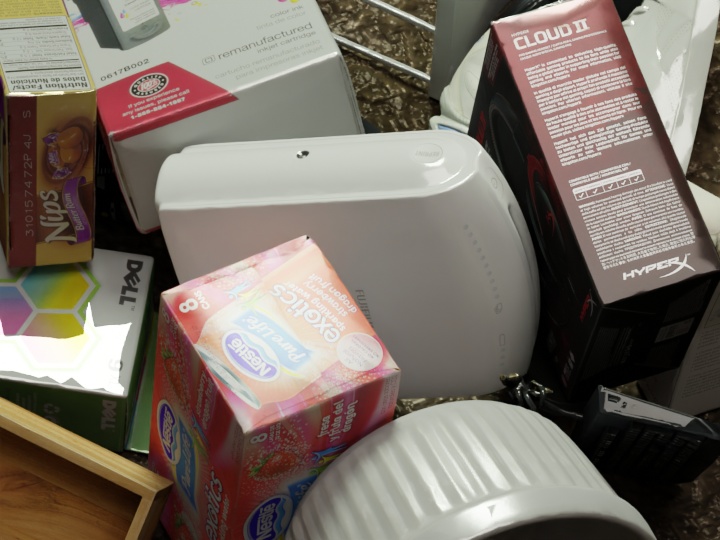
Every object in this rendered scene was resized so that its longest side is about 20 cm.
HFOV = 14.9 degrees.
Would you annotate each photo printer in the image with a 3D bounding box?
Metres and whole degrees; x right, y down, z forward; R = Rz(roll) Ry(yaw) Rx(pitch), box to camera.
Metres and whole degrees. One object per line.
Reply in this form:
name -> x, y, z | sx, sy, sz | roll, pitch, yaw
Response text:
photo printer -> 0.000, 0.000, 1.549 | 0.199, 0.167, 0.070 | -2, 41, 16

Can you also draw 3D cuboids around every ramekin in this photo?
ramekin -> 0.051, 0.161, 1.456 | 0.199, 0.201, 0.105 | -16, 47, -18

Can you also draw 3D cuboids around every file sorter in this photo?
file sorter -> 0.040, -0.240, 1.751 | 0.124, 0.200, 0.139 | 24, 54, 16

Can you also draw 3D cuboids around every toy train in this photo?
toy train -> -0.153, -0.113, 1.734 | 0.046, 0.034, 0.201 | -5, 54, 4

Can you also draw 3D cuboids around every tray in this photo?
tray -> -0.212, 0.120, 1.513 | 0.199, 0.099, 0.037 | 25, 10, 11

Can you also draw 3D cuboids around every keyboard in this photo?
keyboard -> 0.134, 0.090, 1.521 | 0.127, 0.200, 0.021 | 18, 78, 4

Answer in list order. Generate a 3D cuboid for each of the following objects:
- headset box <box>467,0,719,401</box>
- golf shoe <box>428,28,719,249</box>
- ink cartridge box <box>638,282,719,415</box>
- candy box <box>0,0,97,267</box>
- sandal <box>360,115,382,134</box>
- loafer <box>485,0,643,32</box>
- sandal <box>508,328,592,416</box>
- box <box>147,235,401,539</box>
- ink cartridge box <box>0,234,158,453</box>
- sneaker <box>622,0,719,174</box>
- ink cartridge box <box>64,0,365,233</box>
headset box -> 0.124, -0.049, 1.547 | 0.075, 0.149, 0.201 | -16, 70, -10
golf shoe -> 0.145, -0.080, 1.667 | 0.199, 0.098, 0.078 | 24, 13, 3
ink cartridge box -> 0.272, 0.003, 1.609 | 0.199, 0.176, 0.045 | -15, 57, -18
candy box -> -0.200, -0.103, 1.628 | 0.056, 0.117, 0.200 | -4, 34, -14
sandal -> -0.038, -0.095, 1.680 | 0.076, 0.043, 0.200 | -26, 41, -8
loafer -> 0.156, -0.189, 1.817 | 0.200, 0.073, 0.072 | -31, 32, -20
sandal -> 0.126, 0.008, 1.644 | 0.075, 0.045, 0.200 | 23, 42, -1
box -> -0.052, 0.089, 1.488 | 0.094, 0.200, 0.103 | -21, 59, -21
ink cartridge box -> -0.174, 0.042, 1.596 | 0.199, 0.059, 0.104 | 9, 52, -1
sneaker -> 0.165, -0.142, 1.748 | 0.115, 0.074, 0.201 | 13, 70, 4
ink cartridge box -> -0.095, -0.131, 1.640 | 0.147, 0.086, 0.200 | -21, 44, -4
